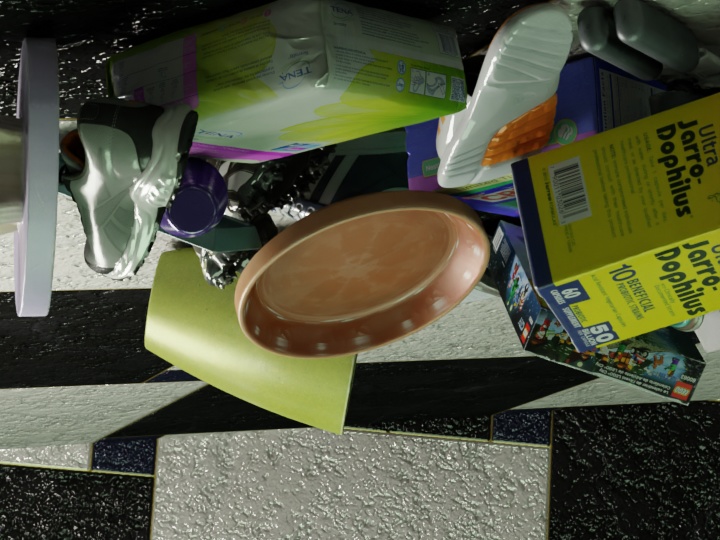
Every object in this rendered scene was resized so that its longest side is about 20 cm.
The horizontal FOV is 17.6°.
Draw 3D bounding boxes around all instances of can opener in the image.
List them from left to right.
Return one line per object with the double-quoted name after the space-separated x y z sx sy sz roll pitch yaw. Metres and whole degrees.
0.210 -0.135 1.606 0.053 0.067 0.200 -12 168 27 "can opener"

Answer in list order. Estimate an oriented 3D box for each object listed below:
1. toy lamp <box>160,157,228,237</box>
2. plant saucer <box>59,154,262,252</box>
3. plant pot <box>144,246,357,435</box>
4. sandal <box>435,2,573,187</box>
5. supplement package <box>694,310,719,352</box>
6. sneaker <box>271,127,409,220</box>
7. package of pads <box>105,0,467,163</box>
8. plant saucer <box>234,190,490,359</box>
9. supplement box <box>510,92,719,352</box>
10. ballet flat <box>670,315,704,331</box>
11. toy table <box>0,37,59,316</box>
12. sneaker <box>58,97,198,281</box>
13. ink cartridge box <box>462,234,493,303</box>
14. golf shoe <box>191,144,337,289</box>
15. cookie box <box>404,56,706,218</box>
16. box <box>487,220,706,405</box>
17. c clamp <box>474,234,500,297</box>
-0.127 -0.064 1.647 0.058 0.059 0.200 -4 -165 -8 "toy lamp"
-0.169 -0.053 1.728 0.199 0.019 0.070 22 -166 26 "plant saucer"
-0.097 0.045 2.189 0.199 0.188 0.187 10 170 1 "plant pot"
0.099 -0.133 1.610 0.079 0.059 0.207 -12 151 -20 "sandal"
0.351 -0.039 1.859 0.199 0.120 0.121 -30 -178 -26 "supplement package"
-0.028 -0.048 1.833 0.198 0.109 0.070 -7 169 7 "sneaker"
-0.053 -0.123 1.524 0.199 0.069 0.154 -13 169 38 "package of pads"
0.000 0.000 1.760 0.199 0.032 0.201 -14 149 -8 "plant saucer"
0.221 -0.038 1.627 0.199 0.110 0.109 -19 147 15 "supplement box"
0.228 -0.010 1.755 0.063 0.068 0.200 -9 -160 -19 "ballet flat"
-0.258 -0.059 1.505 0.116 0.201 0.184 1 -154 -13 "toy table"
-0.158 -0.058 1.496 0.079 0.074 0.200 17 153 -7 "sneaker"
0.107 -0.006 2.327 0.199 0.044 0.196 -13 166 24 "ink cartridge box"
-0.088 -0.076 1.758 0.077 0.095 0.200 -14 151 -41 "golf shoe"
0.156 -0.095 1.774 0.170 0.076 0.199 -12 167 34 "cookie box"
0.177 0.030 1.791 0.136 0.038 0.200 19 -163 -12 "box"
0.145 0.000 1.936 0.199 0.027 0.171 18 158 -2 "c clamp"
